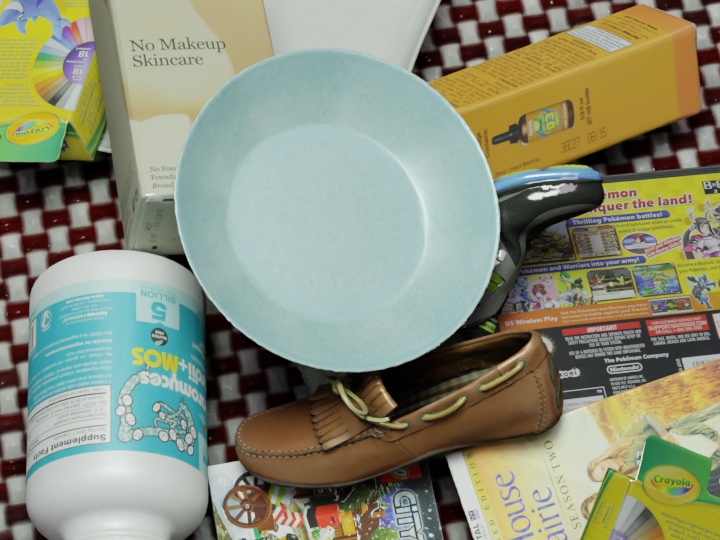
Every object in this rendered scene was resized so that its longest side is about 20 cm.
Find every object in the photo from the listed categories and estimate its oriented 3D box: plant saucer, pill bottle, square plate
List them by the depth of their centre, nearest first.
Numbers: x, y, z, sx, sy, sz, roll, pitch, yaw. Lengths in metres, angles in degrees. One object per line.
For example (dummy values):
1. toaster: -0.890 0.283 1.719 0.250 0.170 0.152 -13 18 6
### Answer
1. plant saucer: -0.016 -0.032 1.585 0.200 0.039 0.202 5 72 -14
2. pill bottle: -0.148 0.097 1.620 0.110 0.111 0.201 -2 63 -1
3. square plate: -0.055 -0.138 1.766 0.197 0.028 0.200 8 55 17

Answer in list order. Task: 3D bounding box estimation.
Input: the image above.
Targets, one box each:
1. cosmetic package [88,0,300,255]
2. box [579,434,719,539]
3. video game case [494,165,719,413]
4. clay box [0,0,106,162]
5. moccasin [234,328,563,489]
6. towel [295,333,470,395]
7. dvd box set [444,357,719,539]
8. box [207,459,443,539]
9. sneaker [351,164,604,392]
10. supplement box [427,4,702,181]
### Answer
1. cosmetic package: -0.106 -0.112 1.669 0.105 0.071 0.201 -4 60 -16
2. box: 0.171 0.202 1.535 0.117 0.048 0.201 22 91 -16
3. video game case: 0.173 0.022 1.691 0.199 0.026 0.181 -6 63 -13
4. clay box: -0.214 -0.144 1.760 0.114 0.048 0.201 2 58 21
5. moccasin: 0.018 0.079 1.586 0.201 0.078 0.074 -11 36 19
6. towel: 0.000 0.000 1.715 0.132 0.035 0.200 -21 65 -9
7. dvd box set: 0.166 0.145 1.595 0.199 0.029 0.147 -19 83 2
8. box: -0.011 0.204 1.604 0.136 0.038 0.201 -9 63 -5
9. sneaker: 0.071 0.004 1.640 0.199 0.071 0.083 -37 76 9
10. supplement box: 0.123 -0.109 1.722 0.199 0.067 0.069 -22 30 -26
